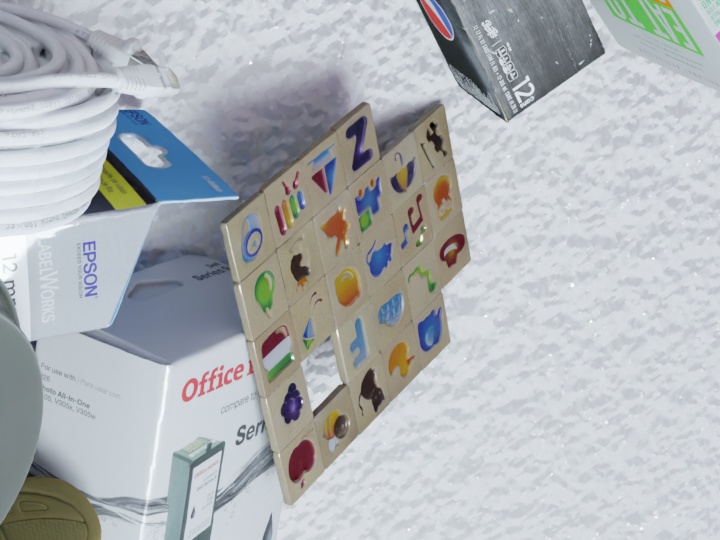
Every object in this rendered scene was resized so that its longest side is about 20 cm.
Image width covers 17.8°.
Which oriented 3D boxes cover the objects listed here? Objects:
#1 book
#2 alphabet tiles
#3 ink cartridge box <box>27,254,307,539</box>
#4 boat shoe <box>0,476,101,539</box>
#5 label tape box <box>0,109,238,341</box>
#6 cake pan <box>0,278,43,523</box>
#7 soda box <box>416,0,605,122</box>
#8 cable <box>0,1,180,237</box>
[{"bbox_3d":[0.137,-0.182,1.183,0.048,0.134,0.200,-42,123,-3],"label":"book"},{"bbox_3d":[0.000,0.000,1.209,0.200,0.008,0.168,-43,132,-44],"label":"alphabet tiles"},{"bbox_3d":[-0.106,0.108,1.185,0.146,0.084,0.201,-24,129,-57],"label":"ink cartridge box"},{"bbox_3d":[-0.214,0.168,1.082,0.200,0.072,0.066,-33,166,-22],"label":"boat shoe"},{"bbox_3d":[-0.175,-0.020,1.093,0.199,0.143,0.066,-8,115,-23],"label":"label tape box"},{"bbox_3d":[-0.213,0.082,0.974,0.200,0.037,0.201,-34,142,-32],"label":"cake pan"},{"bbox_3d":[0.052,-0.181,1.184,0.071,0.063,0.200,-35,123,-10],"label":"soda box"},{"bbox_3d":[-0.208,-0.077,1.018,0.200,0.199,0.070,-19,126,-53],"label":"cable"}]
